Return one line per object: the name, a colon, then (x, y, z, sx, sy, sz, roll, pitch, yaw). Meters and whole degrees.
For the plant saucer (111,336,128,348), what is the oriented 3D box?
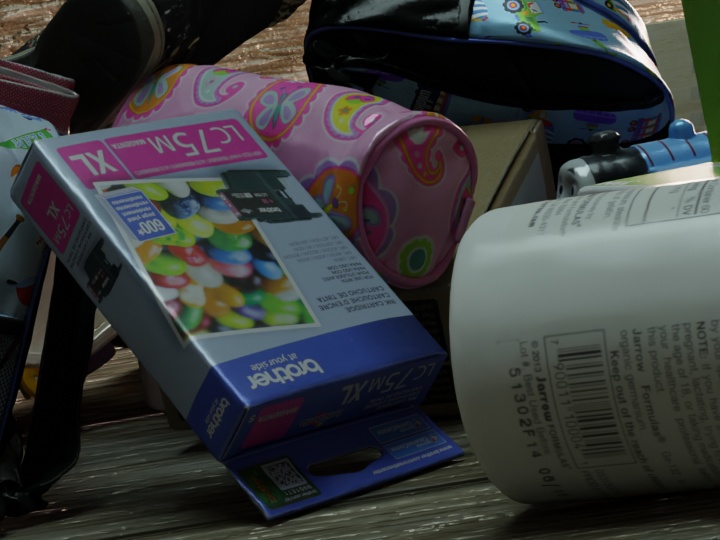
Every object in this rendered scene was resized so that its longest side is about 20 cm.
plant saucer: (-0.061, 0.008, 1.590, 0.199, 0.035, 0.200, -12, -11, -2)

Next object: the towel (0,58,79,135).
towel: (-0.233, -0.017, 1.310, 0.146, 0.201, 0.030, 14, 9, -21)

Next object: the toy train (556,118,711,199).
toy train: (0.184, -0.023, 1.329, 0.199, 0.115, 0.087, -11, 5, -13)

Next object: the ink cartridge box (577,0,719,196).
ink cartridge box: (0.156, -0.041, 1.120, 0.075, 0.201, 0.148, -12, 6, -24)

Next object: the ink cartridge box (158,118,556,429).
ink cartridge box: (0.000, 0.000, 1.329, 0.164, 0.075, 0.200, -3, 24, 19)

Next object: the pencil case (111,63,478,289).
pencil case: (-0.035, -0.048, 1.258, 0.087, 0.088, 0.200, -15, 18, -39)

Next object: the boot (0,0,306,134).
boot: (-0.114, -0.118, 1.405, 0.154, 0.074, 0.203, -32, -1, -37)

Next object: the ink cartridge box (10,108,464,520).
ink cartridge box: (-0.048, 0.013, 1.133, 0.119, 0.200, 0.042, -13, -36, -42)

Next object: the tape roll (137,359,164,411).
tape roll: (-0.025, 0.039, 1.464, 0.202, 0.037, 0.203, -9, 7, 1)

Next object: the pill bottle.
pill bottle: (0.143, 0.021, 0.968, 0.199, 0.115, 0.114, -8, 6, 23)

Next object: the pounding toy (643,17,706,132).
pounding toy: (0.152, -0.058, 1.591, 0.183, 0.143, 0.200, -6, -19, 31)

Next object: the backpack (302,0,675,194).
backpack: (0.075, -0.108, 1.455, 0.199, 0.135, 0.183, 5, -35, 7)

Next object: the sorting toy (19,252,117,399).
sorting toy: (-0.199, 0.031, 1.494, 0.200, 0.107, 0.180, -41, 3, -39)

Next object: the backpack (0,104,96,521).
backpack: (-0.209, 0.007, 1.218, 0.154, 0.191, 0.200, 25, -8, -25)
